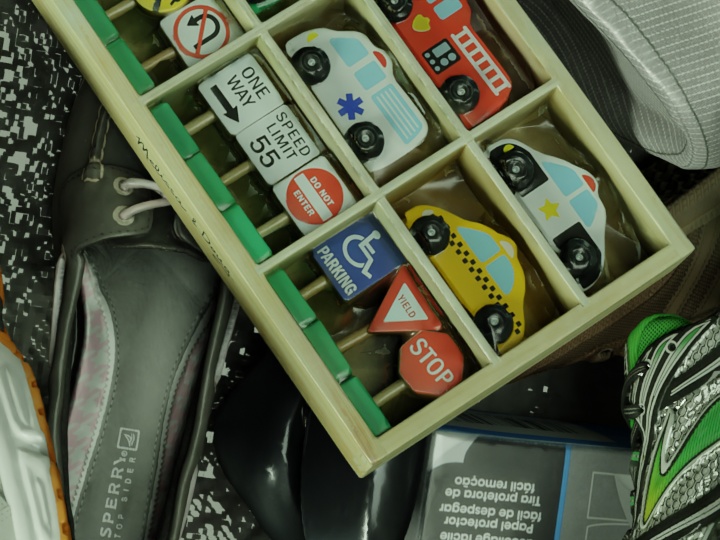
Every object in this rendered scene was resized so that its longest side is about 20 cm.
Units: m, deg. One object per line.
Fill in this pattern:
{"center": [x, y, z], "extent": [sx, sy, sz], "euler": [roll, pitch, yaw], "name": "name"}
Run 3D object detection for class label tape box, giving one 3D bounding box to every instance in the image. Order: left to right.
{"center": [0.067, 0.154, 0.849], "extent": [0.143, 0.063, 0.201], "euler": [6, 94, -20], "name": "label tape box"}

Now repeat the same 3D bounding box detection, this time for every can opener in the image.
{"center": [0.000, 0.000, 0.808], "extent": [0.063, 0.078, 0.201], "euler": [22, 72, -58], "name": "can opener"}

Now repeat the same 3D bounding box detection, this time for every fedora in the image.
{"center": [0.096, -0.099, 0.764], "extent": [0.090, 0.177, 0.200], "euler": [-36, 69, -8], "name": "fedora"}

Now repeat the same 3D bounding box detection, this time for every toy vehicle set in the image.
{"center": [-0.005, -0.051, 0.766], "extent": [0.124, 0.027, 0.200], "euler": [-33, 82, -15], "name": "toy vehicle set"}

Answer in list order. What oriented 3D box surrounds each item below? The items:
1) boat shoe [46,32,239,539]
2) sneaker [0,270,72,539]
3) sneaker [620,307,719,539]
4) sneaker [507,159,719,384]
{"center": [-0.068, 0.020, 0.785], "extent": [0.067, 0.057, 0.201], "euler": [7, 94, -20], "name": "boat shoe"}
{"center": [-0.142, 0.043, 0.729], "extent": [0.092, 0.076, 0.201], "euler": [-15, 68, -10], "name": "sneaker"}
{"center": [0.112, 0.067, 0.794], "extent": [0.085, 0.078, 0.201], "euler": [29, 79, 15], "name": "sneaker"}
{"center": [0.114, 0.002, 0.845], "extent": [0.199, 0.070, 0.076], "euler": [-31, 107, -14], "name": "sneaker"}
